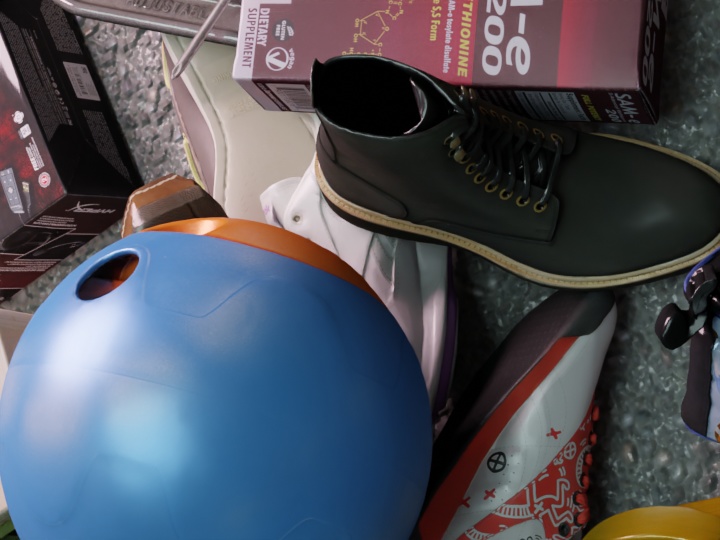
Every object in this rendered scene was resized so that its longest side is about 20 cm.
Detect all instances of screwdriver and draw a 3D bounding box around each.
[{"bbox_3d":[-0.039,-0.173,1.474,0.028,0.029,0.201,-3,56,60],"label":"screwdriver"}]

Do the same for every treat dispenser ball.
[{"bbox_3d":[-0.067,0.077,1.340,0.200,0.200,0.202,-1,88,35],"label":"treat dispenser ball"}]

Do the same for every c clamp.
[{"bbox_3d":[-0.081,-0.189,1.516,0.199,0.027,0.171,18,57,23],"label":"c clamp"}]

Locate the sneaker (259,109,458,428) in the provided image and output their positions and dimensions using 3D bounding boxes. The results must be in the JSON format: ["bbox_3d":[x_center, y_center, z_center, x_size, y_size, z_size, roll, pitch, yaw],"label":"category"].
[{"bbox_3d":[0.000,0.000,1.451,0.099,0.075,0.202,-1,79,-2],"label":"sneaker"}]

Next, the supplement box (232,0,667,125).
[{"bbox_3d":[0.045,-0.131,1.400,0.199,0.061,0.110,2,78,15],"label":"supplement box"}]

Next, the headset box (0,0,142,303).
[{"bbox_3d":[-0.234,-0.056,1.629,0.199,0.077,0.150,-32,71,28],"label":"headset box"}]

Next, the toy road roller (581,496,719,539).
[{"bbox_3d":[0.167,0.192,1.337,0.122,0.146,0.201,-14,118,33],"label":"toy road roller"}]

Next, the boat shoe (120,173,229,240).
[{"bbox_3d":[-0.093,0.034,1.487,0.074,0.075,0.201,48,154,45],"label":"boat shoe"}]

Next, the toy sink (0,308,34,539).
[{"bbox_3d":[-0.206,0.120,1.566,0.199,0.130,0.113,-31,65,29],"label":"toy sink"}]

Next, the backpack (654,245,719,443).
[{"bbox_3d":[0.249,0.039,1.229,0.190,0.200,0.155,16,131,36],"label":"backpack"}]

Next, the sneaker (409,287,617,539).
[{"bbox_3d":[0.088,0.110,1.413,0.202,0.108,0.067,-55,15,-13],"label":"sneaker"}]

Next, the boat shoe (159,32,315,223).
[{"bbox_3d":[-0.055,-0.060,1.516,0.071,0.060,0.201,-20,78,-9],"label":"boat shoe"}]

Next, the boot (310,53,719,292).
[{"bbox_3d":[0.071,-0.047,1.343,0.198,0.138,0.078,5,75,6],"label":"boot"}]
